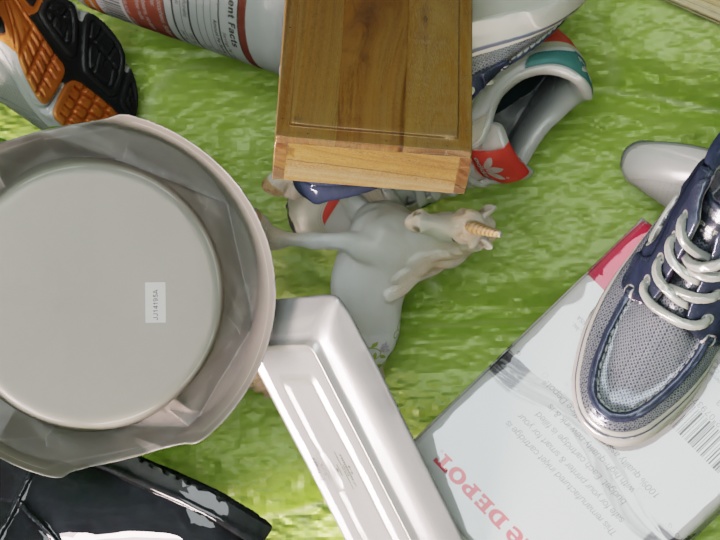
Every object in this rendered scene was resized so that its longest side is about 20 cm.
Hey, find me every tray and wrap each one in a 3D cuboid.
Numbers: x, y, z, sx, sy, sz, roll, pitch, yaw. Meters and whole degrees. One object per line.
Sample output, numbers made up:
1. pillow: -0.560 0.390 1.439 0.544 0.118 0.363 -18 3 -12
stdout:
1. tray: -0.004 0.106 1.266 0.022 0.107 0.200 -34 106 -29
2. tray: 0.009 -0.130 1.189 0.099 0.037 0.200 5 49 -3

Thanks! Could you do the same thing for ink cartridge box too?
1. ink cartridge box: 0.142 0.095 1.283 0.200 0.083 0.145 -44 77 2

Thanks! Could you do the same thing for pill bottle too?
1. pill bottle: -0.066 -0.180 1.325 0.200 0.112 0.112 21 87 22

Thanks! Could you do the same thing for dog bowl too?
1. dog bowl: -0.149 0.013 1.241 0.200 0.059 0.200 0 92 -9

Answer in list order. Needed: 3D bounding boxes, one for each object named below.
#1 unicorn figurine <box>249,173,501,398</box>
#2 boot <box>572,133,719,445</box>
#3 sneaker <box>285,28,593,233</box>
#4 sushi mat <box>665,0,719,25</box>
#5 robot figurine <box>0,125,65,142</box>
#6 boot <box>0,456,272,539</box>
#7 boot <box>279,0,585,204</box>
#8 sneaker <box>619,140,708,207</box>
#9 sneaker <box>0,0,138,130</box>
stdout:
1. unicorn figurine: 0.000 0.000 1.296 0.137 0.200 0.074 16 48 1
2. boot: 0.173 -0.002 1.196 0.073 0.090 0.200 29 85 13
3. sneaker: 0.047 -0.073 1.311 0.200 0.070 0.093 -38 41 1
4. sushi mat: 0.160 -0.223 1.356 0.200 0.012 0.096 25 86 12
5. robot figurine: -0.189 -0.004 1.323 0.200 0.116 0.175 26 114 -7
6. boot: -0.168 0.183 1.329 0.200 0.076 0.168 20 83 19
7. boot: 0.041 -0.112 1.266 0.200 0.090 0.073 -23 46 -23
8. sneaker: 0.231 -0.010 1.289 0.200 0.070 0.080 29 91 12
9. sneaker: -0.222 -0.137 1.363 0.200 0.092 0.076 43 56 -26
